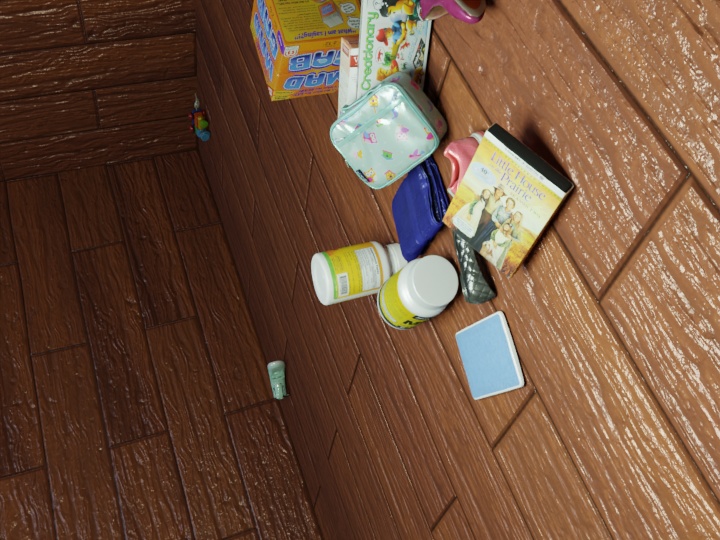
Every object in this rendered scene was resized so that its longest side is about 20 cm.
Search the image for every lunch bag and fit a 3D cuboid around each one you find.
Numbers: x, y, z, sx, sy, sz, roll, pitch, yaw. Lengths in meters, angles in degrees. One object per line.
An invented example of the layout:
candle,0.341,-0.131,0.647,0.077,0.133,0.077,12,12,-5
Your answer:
lunch bag,0.043,-0.251,1.357,0.198,0.078,0.161,-29,111,39

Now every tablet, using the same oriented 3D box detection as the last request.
tablet,0.229,0.157,1.352,0.200,0.013,0.134,136,121,-67

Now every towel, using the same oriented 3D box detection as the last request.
towel,0.117,-0.119,1.469,0.200,0.048,0.152,124,138,-65

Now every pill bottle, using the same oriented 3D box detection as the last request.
pill bottle,0.000,0.000,1.635,0.111,0.195,0.114,168,90,-70
pill bottle,0.111,0.043,1.471,0.200,0.111,0.117,137,119,-69

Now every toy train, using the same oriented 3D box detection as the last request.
toy train,-0.771,-0.732,3.610,0.116,0.083,0.203,49,148,35

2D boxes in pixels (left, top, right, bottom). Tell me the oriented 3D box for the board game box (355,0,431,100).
board game box,0.058,-0.396,1.340,0.035,0.122,0.204,-99,10,-50

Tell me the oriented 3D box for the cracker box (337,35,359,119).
cracker box,0.027,-0.349,1.448,0.058,0.131,0.204,-122,27,-45

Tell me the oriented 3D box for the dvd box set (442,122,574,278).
dvd box set,0.212,-0.098,1.113,0.146,0.029,0.202,42,144,14

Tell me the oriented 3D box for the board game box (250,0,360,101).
board game box,-0.117,-0.527,1.655,0.200,0.195,0.205,124,131,-64

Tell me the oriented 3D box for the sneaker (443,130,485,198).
sneaker,0.181,-0.117,1.215,0.074,0.085,0.206,169,89,-72

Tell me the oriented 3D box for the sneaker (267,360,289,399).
sneaker,-0.329,0.448,3.038,0.202,0.072,0.121,91,165,-59

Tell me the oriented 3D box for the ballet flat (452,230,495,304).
ballet flat,0.192,-0.043,1.310,0.066,0.055,0.206,25,-125,-79

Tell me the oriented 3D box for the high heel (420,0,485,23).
high heel,0.143,-0.404,1.181,0.202,0.065,0.098,-102,22,-50
